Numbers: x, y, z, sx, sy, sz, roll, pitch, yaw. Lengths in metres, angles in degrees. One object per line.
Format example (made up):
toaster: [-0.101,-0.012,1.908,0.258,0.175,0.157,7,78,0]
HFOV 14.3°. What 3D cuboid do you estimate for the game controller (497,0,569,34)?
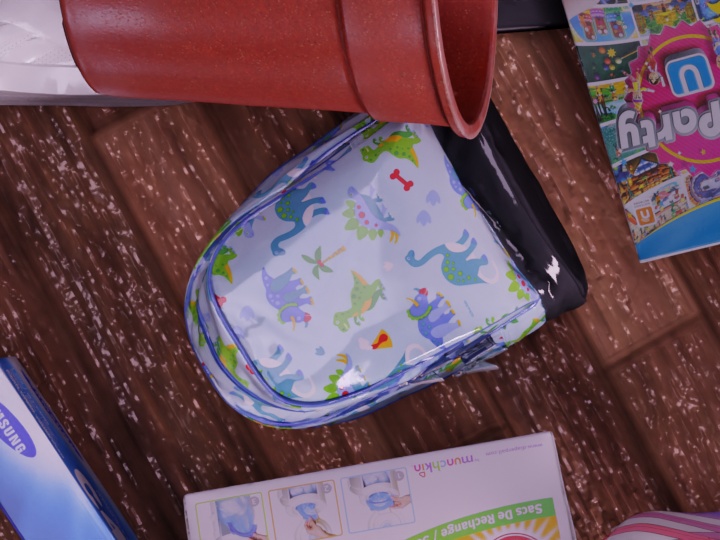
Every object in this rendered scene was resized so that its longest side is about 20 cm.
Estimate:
game controller: [0.082,-0.230,1.569,0.104,0.042,0.201,-5,90,0]

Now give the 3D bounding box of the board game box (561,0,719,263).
board game box: [0.193,-0.120,1.509,0.147,0.064,0.201,-14,96,33]

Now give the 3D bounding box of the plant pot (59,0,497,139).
plant pot: [-0.041,-0.163,1.443,0.194,0.201,0.202,-1,89,12]

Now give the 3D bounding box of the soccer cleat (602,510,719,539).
soccer cleat: [0.189,0.155,1.493,0.076,0.200,0.067,-6,88,39]

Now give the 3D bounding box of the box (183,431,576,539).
box: [0.016,0.163,1.515,0.199,0.113,0.102,-10,69,-1]

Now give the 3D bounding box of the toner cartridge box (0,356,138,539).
toner cartridge box: [-0.151,0.140,1.536,0.043,0.095,0.200,-34,90,-1]

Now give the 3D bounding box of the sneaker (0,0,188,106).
sneaker: [-0.186,-0.150,1.557,0.199,0.074,0.116,1,87,-10]

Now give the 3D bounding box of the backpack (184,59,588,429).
backpack: [0.000,0.000,1.527,0.199,0.154,0.164,-27,96,12]
